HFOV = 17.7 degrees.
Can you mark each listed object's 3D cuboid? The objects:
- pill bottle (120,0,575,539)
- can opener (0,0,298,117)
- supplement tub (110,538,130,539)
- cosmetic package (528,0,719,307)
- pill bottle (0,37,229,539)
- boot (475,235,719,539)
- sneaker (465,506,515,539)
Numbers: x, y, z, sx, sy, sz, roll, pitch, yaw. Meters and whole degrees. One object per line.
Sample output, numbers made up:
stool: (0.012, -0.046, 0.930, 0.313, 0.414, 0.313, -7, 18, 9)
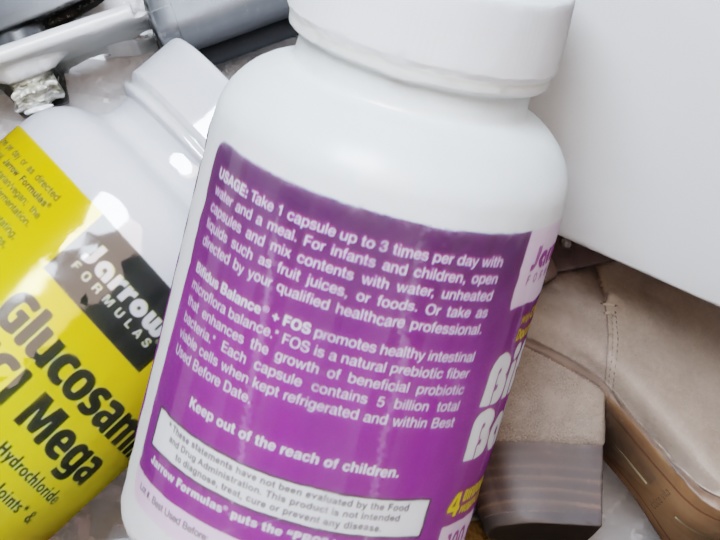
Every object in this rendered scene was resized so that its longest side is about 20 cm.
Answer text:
pill bottle: (0.000, 0.000, 0.709, 0.112, 0.112, 0.200, 16, 109, 2)
can opener: (-0.064, -0.103, 0.836, 0.200, 0.053, 0.067, -16, 83, -2)
supplement tub: (-0.054, 0.197, 0.759, 0.122, 0.123, 0.200, 11, 92, 1)
cosmetic package: (0.095, -0.068, 0.758, 0.200, 0.085, 0.108, 24, 124, 13)
pill bottle: (-0.108, 0.018, 0.792, 0.200, 0.112, 0.112, -43, 85, -5)
boot: (0.113, 0.027, 0.817, 0.200, 0.070, 0.147, 8, 66, -20)
sneaker: (0.042, 0.148, 0.796, 0.088, 0.076, 0.200, -42, 62, 32)
